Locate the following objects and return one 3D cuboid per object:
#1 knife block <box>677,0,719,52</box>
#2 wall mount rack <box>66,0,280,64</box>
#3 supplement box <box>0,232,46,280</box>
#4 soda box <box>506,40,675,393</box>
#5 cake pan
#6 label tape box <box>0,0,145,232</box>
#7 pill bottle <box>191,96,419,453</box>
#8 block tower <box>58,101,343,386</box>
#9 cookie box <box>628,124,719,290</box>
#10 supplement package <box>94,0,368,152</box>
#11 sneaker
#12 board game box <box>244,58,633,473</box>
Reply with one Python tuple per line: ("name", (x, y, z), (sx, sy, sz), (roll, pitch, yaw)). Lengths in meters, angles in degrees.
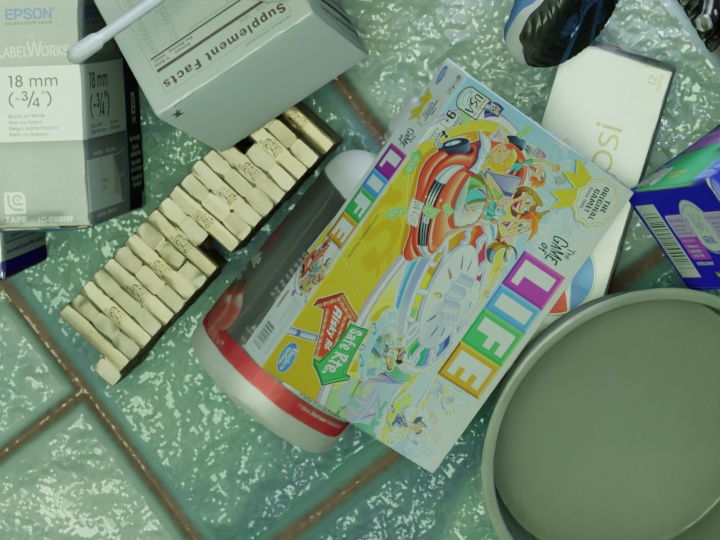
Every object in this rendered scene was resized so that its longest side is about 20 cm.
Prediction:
("knife block", (0.252, -0.203, 1.622), (0.200, 0.176, 0.064), (-41, 134, -1))
("wall mount rack", (-0.117, -0.215, 1.577), (0.173, 0.075, 0.200), (-35, 92, 14))
("supplement box", (-0.258, -0.096, 1.755), (0.100, 0.103, 0.202), (-4, 97, 9))
("soda box", (0.126, -0.034, 1.726), (0.068, 0.064, 0.201), (17, 99, 6))
("cake pan", (0.160, 0.097, 1.708), (0.199, 0.037, 0.202), (-7, 114, -15))
("label tape box", (-0.176, -0.129, 1.717), (0.063, 0.144, 0.202), (-2, 96, 9))
("pill bottle", (0.000, 0.000, 1.723), (0.111, 0.111, 0.200), (40, 100, 2))
("block tower", (-0.100, -0.023, 1.764), (0.058, 0.054, 0.200), (42, 99, 3))
("cookie box", (0.264, -0.075, 1.622), (0.200, 0.171, 0.075), (-36, 95, -9))
("supplement package", (-0.100, -0.188, 1.691), (0.113, 0.109, 0.201), (-32, 74, 11))
("sneaker", (0.122, -0.204, 1.686), (0.077, 0.076, 0.201), (18, 65, 17))
("board game box", (0.045, -0.001, 1.653), (0.134, 0.034, 0.201), (32, 96, -29))
